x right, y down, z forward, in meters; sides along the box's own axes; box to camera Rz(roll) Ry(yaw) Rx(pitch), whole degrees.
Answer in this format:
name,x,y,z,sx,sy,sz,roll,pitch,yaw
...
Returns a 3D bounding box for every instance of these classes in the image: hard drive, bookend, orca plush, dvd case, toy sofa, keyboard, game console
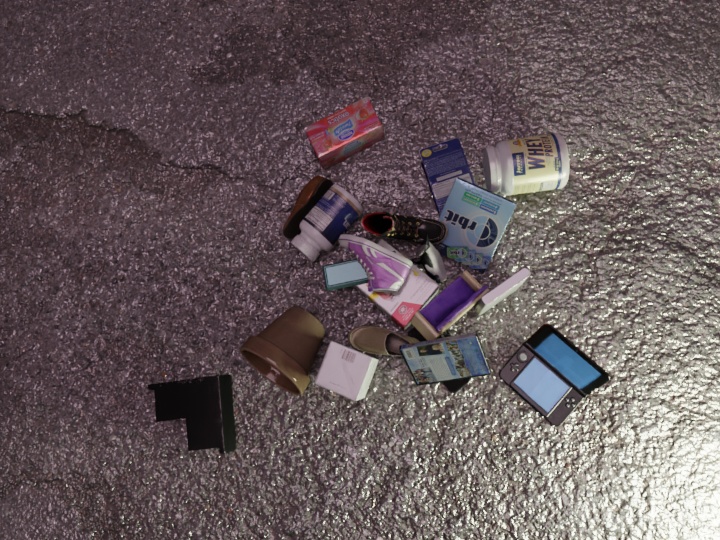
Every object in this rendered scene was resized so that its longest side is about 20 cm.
name,x,y,z,sx,sy,sz,roll,pitch,yaw
hard drive,0.351,0.055,1.482,0.131,0.200,0.026,-35,77,-1
bookend,-0.441,0.386,1.565,0.197,0.092,0.202,-9,80,6
orca plush,0.165,-0.019,1.527,0.071,0.200,0.106,-9,76,18
dvd case,0.212,0.224,1.486,0.198,0.143,0.018,-13,36,19
toy sofa,0.228,0.087,1.510,0.200,0.098,0.083,-37,75,-25
keyboard,0.221,0.214,1.560,0.104,0.040,0.201,-41,78,22
game console,0.474,0.262,1.471,0.200,0.119,0.173,42,86,12

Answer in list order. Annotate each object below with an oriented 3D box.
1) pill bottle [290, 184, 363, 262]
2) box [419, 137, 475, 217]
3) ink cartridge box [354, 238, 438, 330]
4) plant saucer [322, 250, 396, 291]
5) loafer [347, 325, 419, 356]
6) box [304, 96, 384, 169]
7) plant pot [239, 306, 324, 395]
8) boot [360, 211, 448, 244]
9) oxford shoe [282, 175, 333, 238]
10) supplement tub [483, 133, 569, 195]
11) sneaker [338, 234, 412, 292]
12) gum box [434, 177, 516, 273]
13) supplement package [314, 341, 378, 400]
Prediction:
name,x,y,z,sx,sy,sz,roll,pitch,yaw
pill bottle,-0.094,-0.125,1.612,0.111,0.111,0.200,40,86,12
box,0.246,-0.255,1.638,0.120,0.032,0.202,-17,79,3
ink cartridge box,0.087,0.037,1.575,0.200,0.083,0.145,40,85,12
plant saucer,0.000,0.000,1.541,0.198,0.019,0.071,-12,77,4
loafer,0.060,0.184,1.555,0.198,0.068,0.076,7,80,12
box,-0.043,-0.382,1.663,0.199,0.095,0.103,-26,78,1
plant pot,-0.183,0.196,1.539,0.199,0.201,0.175,32,65,11
boot,0.111,-0.112,1.539,0.199,0.150,0.074,14,96,31
oxford shoe,-0.157,-0.178,1.663,0.071,0.071,0.201,33,84,39
supplement tub,0.432,-0.276,1.564,0.198,0.145,0.146,-7,79,5
sneaker,0.019,-0.012,1.497,0.199,0.073,0.115,25,85,12
gum box,0.291,-0.119,1.563,0.169,0.045,0.201,25,107,10
supplement package,-0.030,0.251,1.488,0.113,0.200,0.110,21,83,9
